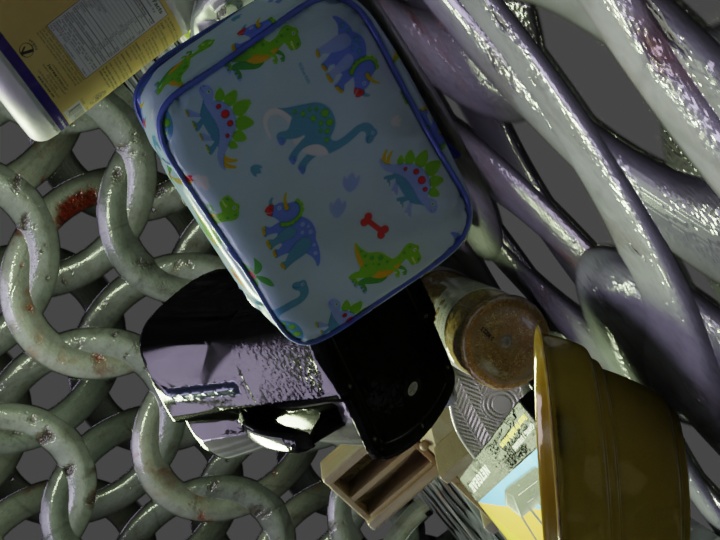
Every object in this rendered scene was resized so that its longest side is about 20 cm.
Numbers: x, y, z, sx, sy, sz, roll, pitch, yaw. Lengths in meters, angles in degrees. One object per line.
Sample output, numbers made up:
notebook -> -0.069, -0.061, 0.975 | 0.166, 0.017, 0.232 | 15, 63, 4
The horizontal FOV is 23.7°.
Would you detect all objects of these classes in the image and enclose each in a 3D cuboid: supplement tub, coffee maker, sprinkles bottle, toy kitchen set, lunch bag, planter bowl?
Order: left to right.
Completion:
supplement tub -> -0.215, -0.214, 1.321 | 0.146, 0.200, 0.145 | 50, 174, 8
coffee maker -> -0.053, 0.040, 1.235 | 0.199, 0.134, 0.194 | -7, 92, 44
lunch bag -> -0.030, -0.069, 1.055 | 0.201, 0.160, 0.082 | 58, 174, -27
toy kitchen set -> 0.085, 0.226, 1.636 | 0.163, 0.180, 0.200 | 44, -166, -19
sprinkles bottle -> 0.081, 0.040, 1.280 | 0.068, 0.068, 0.200 | 53, 174, -12
planter bowl -> 0.152, 0.131, 1.030 | 0.200, 0.083, 0.202 | -4, -90, -88

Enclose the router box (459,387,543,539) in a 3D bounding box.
router box -> 0.160, 0.177, 1.329 | 0.149, 0.051, 0.200 | 50, 158, 13

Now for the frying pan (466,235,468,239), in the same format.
frying pan -> 0.026, -0.035, 1.232 | 0.114, 0.031, 0.190 | 16, 165, 11

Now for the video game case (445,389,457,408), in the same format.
video game case -> 0.000, 0.000, 1.414 | 0.182, 0.024, 0.201 | 41, -158, -42

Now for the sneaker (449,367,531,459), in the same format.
sneaker -> 0.129, 0.132, 1.479 | 0.085, 0.074, 0.201 | -69, -37, -59

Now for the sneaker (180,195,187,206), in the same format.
sneaker -> -0.109, -0.118, 1.399 | 0.200, 0.075, 0.088 | 112, 154, -67

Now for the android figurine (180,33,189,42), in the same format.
android figurine -> -0.138, -0.221, 1.551 | 0.200, 0.041, 0.182 | 43, 169, 47

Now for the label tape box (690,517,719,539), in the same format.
label tape box -> 0.273, 0.262, 1.139 | 0.144, 0.066, 0.200 | 54, 175, -17

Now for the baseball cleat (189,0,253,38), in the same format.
baseball cleat -> -0.091, -0.192, 1.214 | 0.200, 0.069, 0.107 | 137, 139, -61
